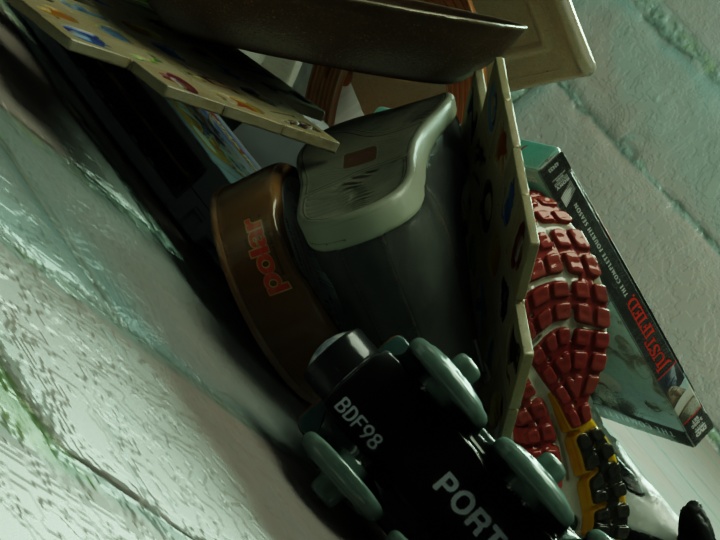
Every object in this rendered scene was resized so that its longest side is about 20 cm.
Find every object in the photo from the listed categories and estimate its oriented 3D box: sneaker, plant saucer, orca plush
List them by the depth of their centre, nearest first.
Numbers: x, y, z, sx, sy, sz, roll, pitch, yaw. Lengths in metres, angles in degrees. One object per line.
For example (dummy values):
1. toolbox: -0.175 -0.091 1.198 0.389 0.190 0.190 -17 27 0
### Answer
1. sneaker: 0.018 -0.009 1.336 0.200 0.075 0.107 -67 139 -68
2. plant saucer: -0.020 -0.121 1.410 0.199 0.037 0.200 11 8 -1
3. sneaker: 0.075 0.057 1.443 0.082 0.078 0.201 13 -70 62
4. orca plush: 0.127 0.137 1.536 0.105 0.071 0.201 5 -57 54

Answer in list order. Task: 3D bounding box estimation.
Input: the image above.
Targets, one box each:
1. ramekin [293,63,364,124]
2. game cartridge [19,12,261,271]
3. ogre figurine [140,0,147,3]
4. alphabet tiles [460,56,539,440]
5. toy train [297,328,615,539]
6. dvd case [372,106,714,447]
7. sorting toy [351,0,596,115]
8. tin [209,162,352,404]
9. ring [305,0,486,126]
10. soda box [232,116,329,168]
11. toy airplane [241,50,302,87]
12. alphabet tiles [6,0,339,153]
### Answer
1. ramekin: -0.032 -0.141 1.884 0.201 0.098 0.200 56 -5 8
2. game cartridge: -0.090 -0.064 1.476 0.200 0.042 0.133 51 11 28
3. ogre figurine: -0.123 -0.175 1.697 0.120 0.098 0.200 31 -20 32
4. alphabet tiles: 0.056 0.007 1.338 0.006 0.167 0.200 5 40 -10
5. toy train: 0.050 0.110 1.190 0.200 0.085 0.114 48 -6 10
6. dvd case: 0.093 0.003 1.526 0.146 0.022 0.200 17 -32 49
7. sorting toy: 0.040 -0.188 1.707 0.200 0.036 0.186 -7 -69 46
8. tin: -0.010 0.016 1.376 0.200 0.042 0.112 32 39 -65
9. ring: 0.020 -0.084 1.681 0.019 0.201 0.201 9 28 -31
10. soda box: 0.000 0.000 1.548 0.200 0.068 0.064 51 7 23
11. toy airplane: -0.041 -0.190 1.597 0.141 0.200 0.199 43 45 20
12. alphabet tiles: -0.096 -0.105 1.365 0.167 0.008 0.200 17 13 -37
